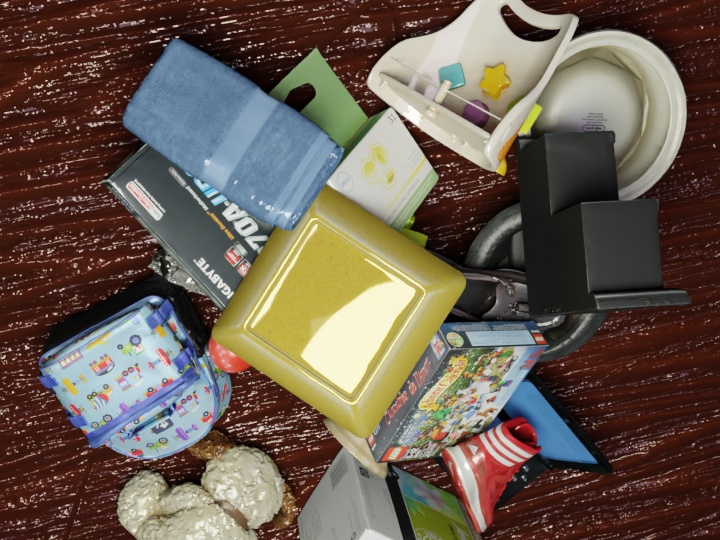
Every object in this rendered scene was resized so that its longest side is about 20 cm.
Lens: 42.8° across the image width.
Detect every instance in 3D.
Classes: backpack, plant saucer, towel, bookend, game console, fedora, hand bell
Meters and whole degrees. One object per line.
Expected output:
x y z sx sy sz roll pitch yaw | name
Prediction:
-0.246 0.131 1.051 0.181 0.135 0.201 -26 110 1 | backpack
-0.025 0.039 0.925 0.199 0.048 0.201 33 93 2 | plant saucer
-0.124 -0.130 0.898 0.199 0.049 0.112 34 75 -2 | towel
0.232 -0.058 0.915 0.091 0.199 0.202 -3 85 -7 | bookend
0.177 0.213 1.142 0.176 0.116 0.200 -40 108 5 | game console
0.204 0.004 1.089 0.198 0.092 0.203 0 110 0 | fedora
0.057 0.143 1.126 0.104 0.104 0.200 42 89 -17 | hand bell

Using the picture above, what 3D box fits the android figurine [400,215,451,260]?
0.000 0.000 1.057 0.198 0.041 0.184 17 79 -5 | android figurine

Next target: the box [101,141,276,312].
-0.145 -0.074 0.968 0.159 0.046 0.200 -45 111 -15 | box

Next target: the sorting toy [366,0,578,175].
0.140 -0.216 0.986 0.181 0.200 0.107 -54 140 4 | sorting toy

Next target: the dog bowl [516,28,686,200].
0.265 -0.175 1.056 0.198 0.074 0.202 -2 108 -8 | dog bowl

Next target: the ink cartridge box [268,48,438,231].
-0.012 -0.133 1.002 0.201 0.048 0.146 54 50 -20 | ink cartridge box

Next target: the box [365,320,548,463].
0.104 0.138 1.030 0.136 0.038 0.201 0 135 -31 | box

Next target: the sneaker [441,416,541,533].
0.171 0.247 1.109 0.115 0.079 0.200 -26 150 -2 | sneaker

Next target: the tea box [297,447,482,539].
0.042 0.347 1.121 0.196 0.200 0.134 30 102 -17 | tea box

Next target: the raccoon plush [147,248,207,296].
-0.145 -0.037 1.043 0.199 0.097 0.135 24 94 -24 | raccoon plush

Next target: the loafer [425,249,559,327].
0.130 0.031 1.015 0.198 0.063 0.072 15 109 -5 | loafer

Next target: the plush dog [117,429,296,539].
-0.171 0.290 1.117 0.200 0.160 0.172 43 74 -17 | plush dog

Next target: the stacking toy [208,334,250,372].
-0.066 0.062 0.985 0.198 0.085 0.086 -20 109 -2 | stacking toy
